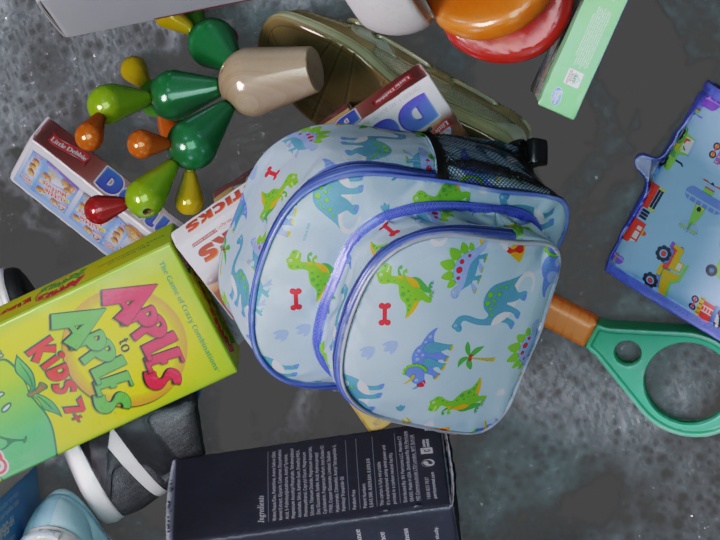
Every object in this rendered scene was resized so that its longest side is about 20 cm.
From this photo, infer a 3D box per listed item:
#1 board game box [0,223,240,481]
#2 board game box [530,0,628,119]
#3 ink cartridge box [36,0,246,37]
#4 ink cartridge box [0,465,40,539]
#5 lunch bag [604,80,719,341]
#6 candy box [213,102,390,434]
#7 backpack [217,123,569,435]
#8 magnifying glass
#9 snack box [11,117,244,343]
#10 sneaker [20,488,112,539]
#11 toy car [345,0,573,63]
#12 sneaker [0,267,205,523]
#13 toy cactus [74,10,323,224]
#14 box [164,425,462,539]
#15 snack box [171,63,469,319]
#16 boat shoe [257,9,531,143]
[{"bbox_3d":[-0.193,0.059,1.553,0.199,0.048,0.102,-25,106,7],"label":"board game box"},{"bbox_3d":[0.168,-0.202,1.536,0.029,0.135,0.201,24,99,-2],"label":"board game box"},{"bbox_3d":[-0.152,-0.274,1.532,0.145,0.083,0.201,-11,77,4],"label":"ink cartridge box"},{"bbox_3d":[-0.292,0.253,1.616,0.128,0.125,0.201,-5,98,9],"label":"ink cartridge box"},{"bbox_3d":[0.275,-0.026,1.589,0.199,0.094,0.151,30,101,7],"label":"lunch bag"},{"bbox_3d":[0.000,0.000,1.588,0.116,0.057,0.200,-34,109,6],"label":"candy box"},{"bbox_3d":[0.021,0.003,1.461,0.199,0.147,0.184,9,115,-21],"label":"backpack"},{"bbox_3d":[0.182,0.053,1.622,0.199,0.022,0.080,28,115,3],"label":"magnifying glass"},{"bbox_3d":[-0.153,-0.023,1.600,0.200,0.072,0.024,39,62,-4],"label":"snack box"},{"bbox_3d":[-0.181,0.239,1.641,0.073,0.082,0.201,-6,126,16],"label":"sneaker"},{"bbox_3d":[0.079,-0.213,1.515,0.175,0.200,0.150,-33,113,10],"label":"toy car"},{"bbox_3d":[-0.176,0.069,1.623,0.111,0.073,0.201,-25,105,2],"label":"sneaker"},{"bbox_3d":[-0.103,-0.111,1.540,0.164,0.201,0.103,-9,127,21],"label":"toy cactus"},{"bbox_3d":[-0.026,0.203,1.592,0.199,0.105,0.149,-7,120,2],"label":"box"},{"bbox_3d":[-0.023,-0.051,1.517,0.200,0.024,0.072,-34,122,3],"label":"snack box"},{"bbox_3d":[0.024,-0.125,1.594,0.200,0.063,0.073,27,131,4],"label":"boat shoe"}]
